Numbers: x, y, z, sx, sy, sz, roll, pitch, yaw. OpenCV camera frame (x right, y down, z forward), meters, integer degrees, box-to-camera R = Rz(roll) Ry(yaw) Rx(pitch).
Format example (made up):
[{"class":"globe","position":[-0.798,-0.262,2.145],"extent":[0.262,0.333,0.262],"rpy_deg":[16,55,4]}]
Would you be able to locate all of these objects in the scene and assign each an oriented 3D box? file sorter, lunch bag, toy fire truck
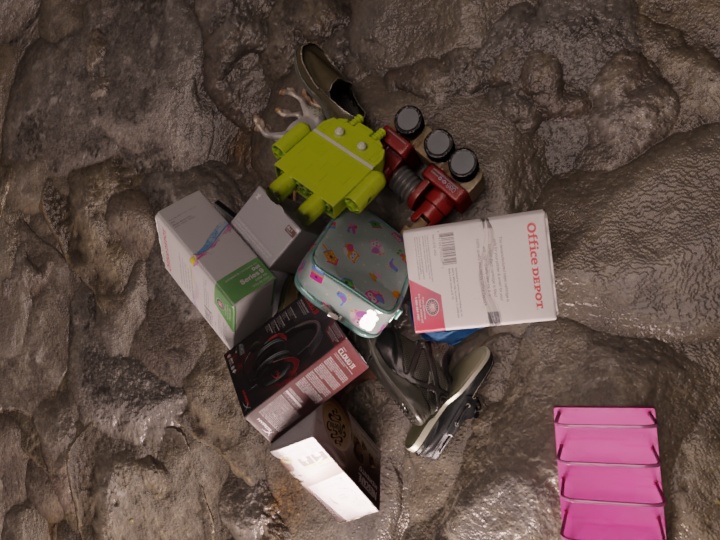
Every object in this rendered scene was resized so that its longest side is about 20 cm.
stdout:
[{"class":"file sorter","position":[0.333,0.295,0.801],"extent":[0.136,0.125,0.205],"rpy_deg":[-5,85,22]},{"class":"lunch bag","position":[0.000,0.000,0.881],"extent":[0.159,0.201,0.077],"rpy_deg":[36,128,-6]},{"class":"toy fire truck","position":[0.079,-0.122,0.954],"extent":[0.176,0.129,0.201],"rpy_deg":[42,93,20]}]

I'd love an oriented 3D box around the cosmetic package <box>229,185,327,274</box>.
[{"class":"cosmetic package","position":[-0.111,-0.056,0.976],"extent":[0.107,0.199,0.090],"rpy_deg":[46,103,19]}]

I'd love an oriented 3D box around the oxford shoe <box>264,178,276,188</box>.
[{"class":"oxford shoe","position":[-0.176,-0.075,1.085],"extent":[0.074,0.070,0.202],"rpy_deg":[37,108,8]}]

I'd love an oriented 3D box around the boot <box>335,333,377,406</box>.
[{"class":"boot","position":[-0.017,0.217,0.994],"extent":[0.185,0.064,0.203],"rpy_deg":[29,98,31]}]

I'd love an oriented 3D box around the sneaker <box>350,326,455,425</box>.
[{"class":"sneaker","position":[0.066,0.119,0.905],"extent":[0.113,0.077,0.200],"rpy_deg":[-34,76,-21]}]

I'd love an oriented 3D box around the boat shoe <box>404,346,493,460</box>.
[{"class":"boat shoe","position":[0.151,0.211,0.921],"extent":[0.066,0.075,0.201],"rpy_deg":[35,93,-8]}]

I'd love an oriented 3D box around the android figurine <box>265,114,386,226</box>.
[{"class":"android figurine","position":[-0.043,-0.158,0.890],"extent":[0.181,0.041,0.200],"rpy_deg":[37,68,21]}]

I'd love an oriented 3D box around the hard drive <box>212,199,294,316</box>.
[{"class":"hard drive","position":[-0.211,-0.006,1.057],"extent":[0.199,0.033,0.140],"rpy_deg":[38,111,-6]}]

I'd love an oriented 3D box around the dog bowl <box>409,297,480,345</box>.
[{"class":"dog bowl","position":[0.173,0.042,0.928],"extent":[0.197,0.049,0.113],"rpy_deg":[-27,77,20]}]

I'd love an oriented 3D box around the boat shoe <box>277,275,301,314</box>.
[{"class":"boat shoe","position":[-0.099,0.110,1.000],"extent":[0.061,0.073,0.205],"rpy_deg":[-2,87,17]}]

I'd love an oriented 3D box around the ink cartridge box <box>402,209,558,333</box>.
[{"class":"ink cartridge box","position":[0.170,0.002,0.847],"extent":[0.196,0.084,0.148],"rpy_deg":[-7,91,17]}]

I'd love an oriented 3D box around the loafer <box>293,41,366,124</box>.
[{"class":"loafer","position":[-0.044,-0.315,1.022],"extent":[0.202,0.074,0.070],"rpy_deg":[58,147,7]}]

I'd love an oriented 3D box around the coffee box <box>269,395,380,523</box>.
[{"class":"coffee box","position":[-0.047,0.279,0.920],"extent":[0.079,0.114,0.201],"rpy_deg":[-23,121,18]}]

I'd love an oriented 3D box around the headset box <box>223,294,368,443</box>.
[{"class":"headset box","position":[-0.091,0.127,0.885],"extent":[0.198,0.075,0.149],"rpy_deg":[-36,37,-2]}]

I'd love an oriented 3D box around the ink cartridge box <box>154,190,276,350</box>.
[{"class":"ink cartridge box","position":[-0.225,0.001,0.929],"extent":[0.087,0.146,0.200],"rpy_deg":[-35,70,-30]}]

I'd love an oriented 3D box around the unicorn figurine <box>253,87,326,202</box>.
[{"class":"unicorn figurine","position":[-0.115,-0.229,1.033],"extent":[0.136,0.074,0.202],"rpy_deg":[33,78,6]}]
